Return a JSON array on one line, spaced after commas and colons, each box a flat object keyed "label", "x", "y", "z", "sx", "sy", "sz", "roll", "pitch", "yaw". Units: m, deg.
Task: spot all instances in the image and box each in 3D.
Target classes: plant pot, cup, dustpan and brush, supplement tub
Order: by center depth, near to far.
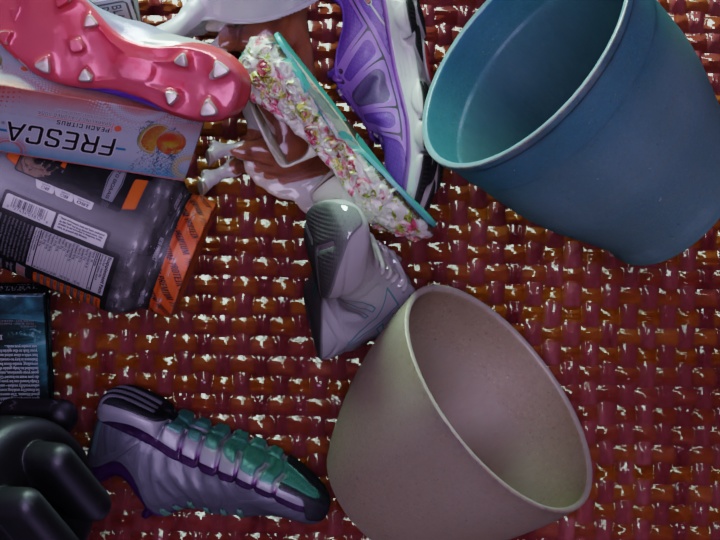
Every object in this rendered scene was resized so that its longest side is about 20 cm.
[{"label": "plant pot", "x": 0.181, "y": -0.109, "z": 1.367, "sx": 0.188, "sy": 0.200, "sz": 0.201, "roll": 37, "pitch": 90, "yaw": -29}, {"label": "dustpan and brush", "x": -0.107, "y": -0.217, "z": 1.384, "sx": 0.139, "sy": 0.058, "sz": 0.200, "roll": 31, "pitch": 46, "yaw": 20}, {"label": "cup", "x": 0.057, "y": 0.133, "z": 1.385, "sx": 0.143, "sy": 0.200, "sz": 0.201, "roll": -40, "pitch": 92, "yaw": 26}, {"label": "supplement tub", "x": -0.218, "y": -0.045, "z": 1.394, "sx": 0.198, "sy": 0.123, "sz": 0.123, "roll": 22, "pitch": 90, "yaw": -2}]

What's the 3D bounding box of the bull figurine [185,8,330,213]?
[{"label": "bull figurine", "x": -0.071, "y": -0.119, "z": 1.420, "sx": 0.120, "sy": 0.065, "sz": 0.202, "roll": -11, "pitch": 87, "yaw": -20}]

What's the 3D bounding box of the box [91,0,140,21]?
[{"label": "box", "x": -0.269, "y": -0.222, "z": 1.365, "sx": 0.198, "sy": 0.060, "sz": 0.118, "roll": -11, "pitch": 68, "yaw": -1}]

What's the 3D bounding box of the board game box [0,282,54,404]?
[{"label": "board game box", "x": -0.339, "y": 0.077, "z": 1.421, "sx": 0.198, "sy": 0.028, "sz": 0.137, "roll": 0, "pitch": 109, "yaw": -1}]

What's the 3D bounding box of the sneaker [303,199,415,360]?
[{"label": "sneaker", "x": 0.000, "y": 0.000, "z": 1.376, "sx": 0.079, "sy": 0.201, "sz": 0.071, "roll": -11, "pitch": 65, "yaw": -7}]

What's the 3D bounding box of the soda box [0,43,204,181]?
[{"label": "soda box", "x": -0.217, "y": -0.124, "z": 1.335, "sx": 0.198, "sy": 0.069, "sz": 0.064, "roll": 9, "pitch": 131, "yaw": -19}]

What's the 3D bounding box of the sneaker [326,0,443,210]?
[{"label": "sneaker", "x": 0.017, "y": -0.137, "z": 1.435, "sx": 0.083, "sy": 0.081, "sz": 0.202, "roll": -11, "pitch": 84, "yaw": 15}]

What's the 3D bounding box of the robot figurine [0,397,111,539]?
[{"label": "robot figurine", "x": -0.277, "y": 0.166, "z": 1.343, "sx": 0.199, "sy": 0.150, "sz": 0.126, "roll": -1, "pitch": 95, "yaw": 41}]

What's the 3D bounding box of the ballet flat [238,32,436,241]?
[{"label": "ballet flat", "x": -0.027, "y": -0.088, "z": 1.369, "sx": 0.064, "sy": 0.076, "sz": 0.200, "roll": -40, "pitch": 90, "yaw": 6}]

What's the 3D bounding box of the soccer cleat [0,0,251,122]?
[{"label": "soccer cleat", "x": -0.172, "y": -0.155, "z": 1.304, "sx": 0.198, "sy": 0.076, "sz": 0.067, "roll": 20, "pitch": 96, "yaw": 6}]

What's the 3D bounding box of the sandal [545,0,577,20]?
[{"label": "sandal", "x": 0.093, "y": -0.261, "z": 1.433, "sx": 0.200, "sy": 0.082, "sz": 0.055, "roll": 43, "pitch": 111, "yaw": -9}]

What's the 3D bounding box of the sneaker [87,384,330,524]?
[{"label": "sneaker", "x": -0.123, "y": 0.167, "z": 1.435, "sx": 0.199, "sy": 0.074, "sz": 0.088, "roll": 25, "pitch": 104, "yaw": 7}]
